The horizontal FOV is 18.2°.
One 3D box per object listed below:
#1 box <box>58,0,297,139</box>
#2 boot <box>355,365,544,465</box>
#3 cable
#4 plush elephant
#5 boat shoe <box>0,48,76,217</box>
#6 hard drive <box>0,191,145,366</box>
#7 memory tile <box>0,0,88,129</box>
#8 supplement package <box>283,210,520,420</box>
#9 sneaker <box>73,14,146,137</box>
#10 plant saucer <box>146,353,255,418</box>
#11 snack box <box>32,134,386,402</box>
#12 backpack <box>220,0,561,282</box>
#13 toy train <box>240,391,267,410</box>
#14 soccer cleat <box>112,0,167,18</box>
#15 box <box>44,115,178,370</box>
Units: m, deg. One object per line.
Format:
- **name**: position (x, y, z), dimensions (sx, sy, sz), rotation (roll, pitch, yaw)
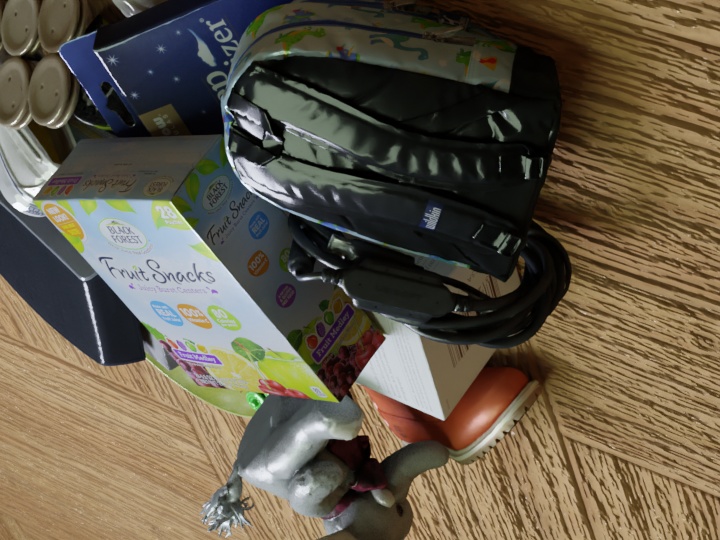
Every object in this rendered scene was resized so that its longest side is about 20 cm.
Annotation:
- **box**: position (-0.090, -0.133, 1.491), dimensions (0.199, 0.032, 0.121), rotation (-20, 126, 19)
- **boot**: position (0.062, 0.092, 1.750), dimensions (0.107, 0.075, 0.200), rotation (50, 154, -12)
- **cable**: position (0.044, -0.016, 1.494), dimensions (0.199, 0.163, 0.051), rotation (10, 122, -14)
- **plush elephant**: position (-0.009, 0.156, 1.723), dimensions (0.154, 0.200, 0.165), rotation (28, -159, -17)
- **boat shoe**: position (-0.257, -0.142, 1.672), dimensions (0.070, 0.071, 0.201), rotation (-41, 63, 39)
- **hard drive**: position (-0.248, -0.015, 1.774), dimensions (0.200, 0.042, 0.135), rotation (39, 150, 35)
- **memory tile**: position (-0.249, -0.174, 1.593), dimensions (0.017, 0.154, 0.200), rotation (9, 177, -40)
- **supplement package**: position (0.000, 0.000, 1.622), dimensions (0.199, 0.117, 0.118), rotation (21, 150, 30)
- **sneaker**: position (-0.164, -0.133, 1.634), dimensions (0.081, 0.074, 0.200), rotation (32, -172, -20)
- **plant saucer**: position (-0.148, 0.053, 2.001), dimensions (0.199, 0.031, 0.200), rotation (31, 154, 17)
- **snack box**: position (-0.104, -0.001, 1.538), dimensions (0.168, 0.068, 0.200), rotation (2, 137, 50)
- **backpack**: position (0.011, -0.094, 1.407), dimensions (0.199, 0.154, 0.164), rotation (3, 133, -8)
- **toy train**: position (-0.051, 0.064, 1.853), dimensions (0.056, 0.042, 0.200), rotation (50, 143, -5)
- **soccer cleat**: position (-0.118, -0.171, 1.545), dimensions (0.078, 0.069, 0.200), rotation (43, 169, 36)
- **box**: position (-0.197, -0.038, 1.763), dimensions (0.158, 0.048, 0.201), rotation (35, 148, 41)
